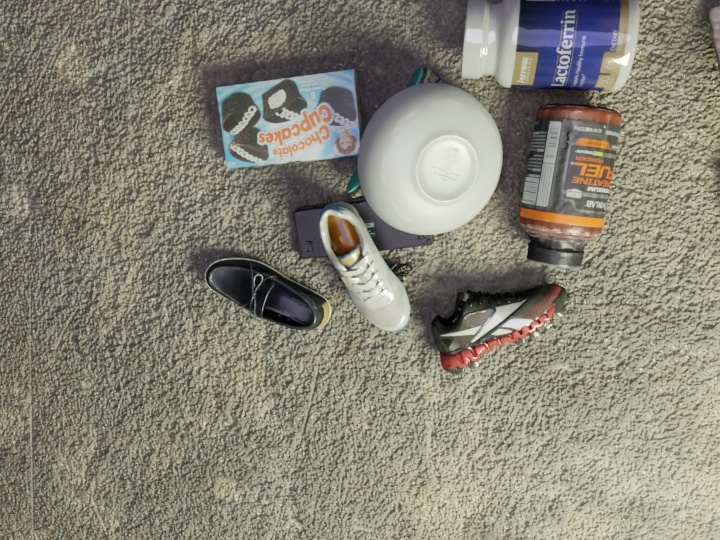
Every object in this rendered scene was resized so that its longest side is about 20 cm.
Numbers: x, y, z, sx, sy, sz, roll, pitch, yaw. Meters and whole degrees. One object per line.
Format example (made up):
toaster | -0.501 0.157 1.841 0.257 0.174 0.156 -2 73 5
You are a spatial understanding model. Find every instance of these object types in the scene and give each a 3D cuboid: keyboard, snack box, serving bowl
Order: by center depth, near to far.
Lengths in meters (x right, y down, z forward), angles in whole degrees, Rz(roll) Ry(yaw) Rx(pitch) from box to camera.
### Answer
serving bowl | 0.100 -0.137 0.806 0.200 0.066 0.200 -5 109 -15
snack box | -0.098 -0.211 0.884 0.200 0.037 0.116 -5 98 10
keyboard | 0.006 -0.040 0.902 0.200 0.021 0.127 -5 97 11

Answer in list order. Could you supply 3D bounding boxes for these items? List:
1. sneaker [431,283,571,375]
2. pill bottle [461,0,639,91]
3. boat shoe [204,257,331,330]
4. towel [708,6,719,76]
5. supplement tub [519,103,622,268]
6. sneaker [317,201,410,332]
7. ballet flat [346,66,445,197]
sneaker | 0.184 0.060 0.860 0.200 0.071 0.098 -29 95 14
pill bottle | 0.229 -0.285 0.777 0.200 0.116 0.116 5 99 10
boat shoe | -0.140 0.035 0.917 0.200 0.062 0.075 22 103 7
towel | 0.521 -0.242 0.716 0.191 0.032 0.200 -7 68 24
supplement tub | 0.265 -0.107 0.804 0.107 0.107 0.200 8 100 8
sneaker | 0.000 0.000 0.858 0.076 0.081 0.200 -31 93 10
ballet flat | 0.058 -0.174 0.852 0.072 0.072 0.200 33 104 3
